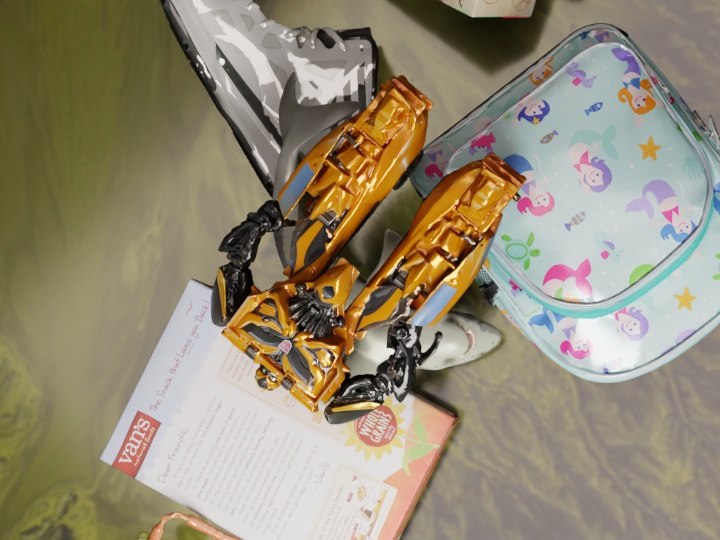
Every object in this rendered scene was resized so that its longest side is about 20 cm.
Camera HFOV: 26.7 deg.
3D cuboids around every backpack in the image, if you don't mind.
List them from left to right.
[{"bbox_3d":[0.148,-0.034,0.941,0.177,0.151,0.201,-36,87,3],"label":"backpack"}]

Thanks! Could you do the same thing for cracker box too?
[{"bbox_3d":[-0.052,0.110,1.001,0.199,0.058,0.135,28,89,8],"label":"cracker box"}]

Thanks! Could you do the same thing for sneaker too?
[{"bbox_3d":[-0.056,-0.153,1.019,0.115,0.076,0.201,-31,91,-4],"label":"sneaker"}]

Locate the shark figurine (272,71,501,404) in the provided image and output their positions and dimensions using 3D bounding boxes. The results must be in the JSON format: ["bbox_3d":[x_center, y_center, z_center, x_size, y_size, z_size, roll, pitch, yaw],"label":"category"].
[{"bbox_3d":[-0.020,-0.007,0.966,0.128,0.089,0.215,-36,104,-8],"label":"shark figurine"}]

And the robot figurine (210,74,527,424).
[{"bbox_3d":[-0.004,-0.005,0.880,0.145,0.058,0.200,39,106,6],"label":"robot figurine"}]

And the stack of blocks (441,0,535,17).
[{"bbox_3d":[0.075,-0.272,0.944,0.115,0.058,0.201,35,120,38],"label":"stack of blocks"}]

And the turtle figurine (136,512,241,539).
[{"bbox_3d":[-0.122,0.267,0.989,0.160,0.064,0.201,-25,106,16],"label":"turtle figurine"}]
